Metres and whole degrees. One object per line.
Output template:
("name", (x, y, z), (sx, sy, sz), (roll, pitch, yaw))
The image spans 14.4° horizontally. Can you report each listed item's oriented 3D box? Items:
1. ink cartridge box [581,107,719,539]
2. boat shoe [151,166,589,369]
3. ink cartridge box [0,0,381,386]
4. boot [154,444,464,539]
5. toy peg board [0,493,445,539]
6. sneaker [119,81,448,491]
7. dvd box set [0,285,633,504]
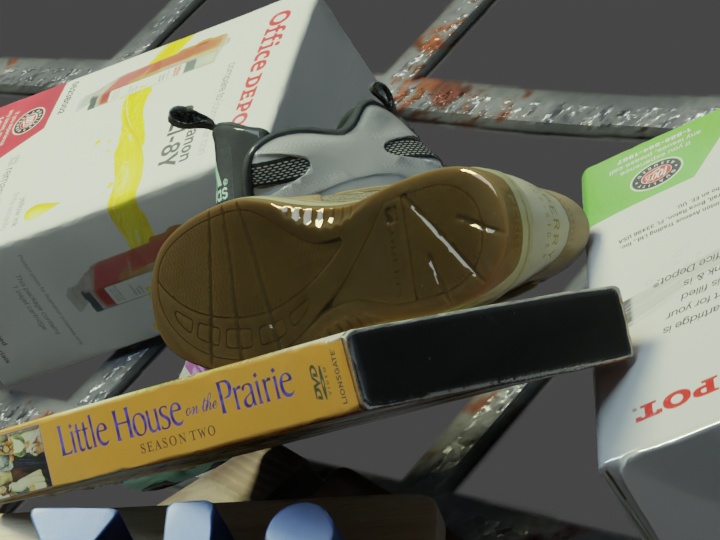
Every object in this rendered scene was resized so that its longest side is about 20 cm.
("ink cartridge box", (0.165, 0.016, 1.052), (0.145, 0.084, 0.200), (-24, 30, 17))
("boat shoe", (0.000, 0.000, 1.132), (0.200, 0.072, 0.065), (-14, -10, 41))
("ink cartridge box", (-0.097, -0.042, 1.401), (0.200, 0.083, 0.145), (-18, 31, 24))
("boot", (-0.042, 0.143, 1.090), (0.146, 0.070, 0.200), (-48, 31, -15))
("toy peg board", (-0.082, 0.153, 0.951), (0.200, 0.098, 0.199), (-4, 58, 13))
("sneaker", (-0.051, -0.006, 1.231), (0.200, 0.140, 0.078), (-35, 0, -16))
("dvd box set", (-0.023, 0.046, 1.024), (0.200, 0.029, 0.146), (-17, -6, 42))
